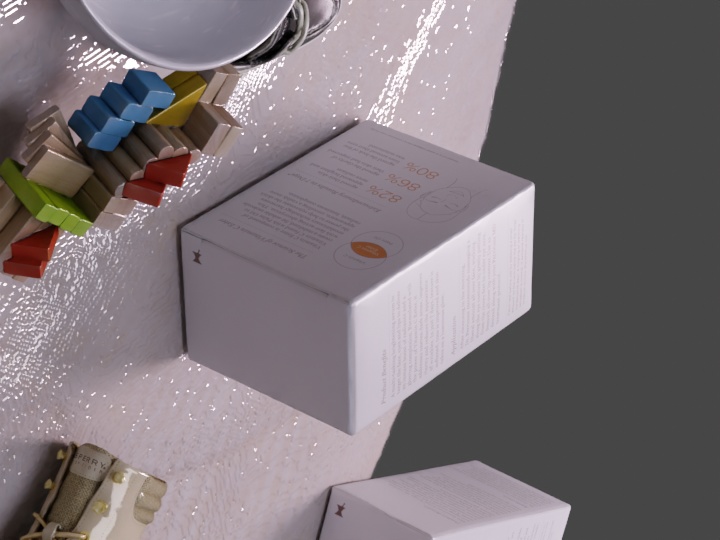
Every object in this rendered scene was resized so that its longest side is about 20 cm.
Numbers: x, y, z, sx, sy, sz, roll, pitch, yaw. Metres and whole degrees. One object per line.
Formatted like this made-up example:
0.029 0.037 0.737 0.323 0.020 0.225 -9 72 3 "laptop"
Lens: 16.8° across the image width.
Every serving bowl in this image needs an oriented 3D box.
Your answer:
-0.119 -0.216 1.421 0.200 0.066 0.200 -2 94 -43 "serving bowl"

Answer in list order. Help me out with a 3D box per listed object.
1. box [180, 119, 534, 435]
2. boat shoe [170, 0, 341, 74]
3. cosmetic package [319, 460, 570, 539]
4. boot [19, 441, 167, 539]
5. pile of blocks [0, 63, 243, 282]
0.000 0.000 1.656 0.200 0.152 0.106 -33 134 -40 "box"
-0.069 -0.156 1.548 0.200 0.064 0.071 -18 123 -49 "boat shoe"
0.066 0.208 1.916 0.200 0.101 0.071 -3 112 -53 "cosmetic package"
-0.204 0.180 1.546 0.200 0.073 0.156 26 88 -58 "boot"
-0.148 -0.061 1.442 0.200 0.062 0.082 -37 148 -10 "pile of blocks"
